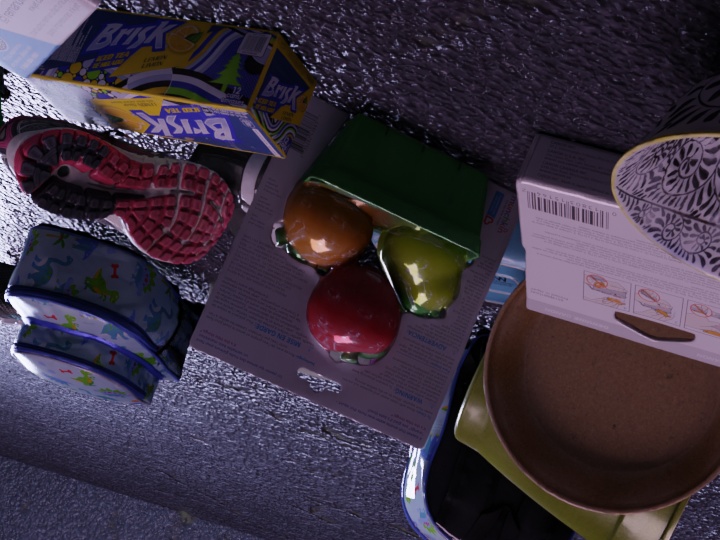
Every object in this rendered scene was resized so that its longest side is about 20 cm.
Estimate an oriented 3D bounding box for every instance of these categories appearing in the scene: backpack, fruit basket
[{"bbox_3d":[0.132,0.181,1.487,0.183,0.200,0.147,25,162,-12],"label":"backpack"},{"bbox_3d":[0.000,0.000,1.118,0.185,0.200,0.094,24,177,-9],"label":"fruit basket"},{"bbox_3d":[-0.279,0.051,1.654,0.183,0.147,0.200,14,158,16],"label":"backpack"}]

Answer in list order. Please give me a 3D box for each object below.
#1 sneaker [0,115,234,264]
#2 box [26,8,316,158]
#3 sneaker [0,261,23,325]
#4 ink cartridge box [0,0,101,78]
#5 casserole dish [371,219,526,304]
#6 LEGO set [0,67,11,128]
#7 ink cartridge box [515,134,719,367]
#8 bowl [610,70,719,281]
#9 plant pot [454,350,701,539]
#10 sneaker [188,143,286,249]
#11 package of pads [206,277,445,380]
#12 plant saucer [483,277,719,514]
[{"bbox_3d":[-0.177,-0.068,1.168,0.200,0.081,0.075,26,-172,-42],"label":"sneaker"},{"bbox_3d":[-0.136,-0.135,1.099,0.200,0.064,0.070,13,161,29],"label":"box"},{"bbox_3d":[-0.383,0.038,1.915,0.091,0.078,0.200,-16,145,38],"label":"sneaker"},{"bbox_3d":[-0.212,-0.222,0.795,0.200,0.146,0.147,29,161,-19],"label":"ink cartridge box"},{"bbox_3d":[0.091,-0.010,1.243,0.200,0.039,0.121,11,160,28],"label":"casserole dish"},{"bbox_3d":[-0.338,-0.156,1.122,0.116,0.154,0.200,-9,170,5],"label":"LEGO set"},{"bbox_3d":[0.209,-0.005,1.072,0.200,0.045,0.176,17,154,17],"label":"ink cartridge box"},{"bbox_3d":[0.242,-0.059,0.828,0.200,0.094,0.201,19,162,7],"label":"bowl"},{"bbox_3d":[0.187,0.121,1.282,0.193,0.201,0.200,25,163,12],"label":"plant pot"},{"bbox_3d":[-0.094,-0.055,1.292,0.090,0.067,0.200,21,160,15],"label":"sneaker"},{"bbox_3d":[-0.022,0.050,1.398,0.154,0.068,0.200,13,-174,28],"label":"package of pads"},{"bbox_3d":[0.193,0.079,1.165,0.200,0.201,0.035,16,-174,17],"label":"plant saucer"}]
